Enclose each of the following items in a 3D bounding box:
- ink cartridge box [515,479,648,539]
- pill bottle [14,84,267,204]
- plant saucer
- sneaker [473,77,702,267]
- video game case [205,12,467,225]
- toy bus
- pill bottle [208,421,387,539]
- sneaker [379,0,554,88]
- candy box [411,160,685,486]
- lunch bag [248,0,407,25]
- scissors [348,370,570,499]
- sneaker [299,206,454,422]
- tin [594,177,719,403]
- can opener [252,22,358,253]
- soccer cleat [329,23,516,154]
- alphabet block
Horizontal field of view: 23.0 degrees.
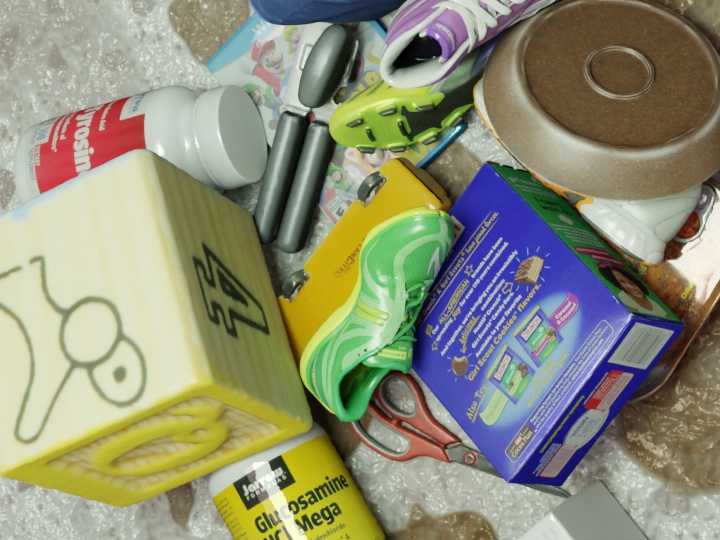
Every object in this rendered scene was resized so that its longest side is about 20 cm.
[{"bbox_3d":[0.142,0.292,1.390,0.200,0.146,0.147,-43,78,19],"label":"ink cartridge box"},{"bbox_3d":[-0.186,-0.094,1.516,0.200,0.112,0.112,-13,88,23],"label":"pill bottle"},{"bbox_3d":[0.193,-0.141,1.335,0.200,0.035,0.201,1,56,-2],"label":"plant saucer"},{"bbox_3d":[0.178,-0.095,1.367,0.200,0.076,0.092,42,95,12],"label":"sneaker"},{"bbox_3d":[-0.023,-0.149,1.500,0.143,0.018,0.200,-43,77,19],"label":"video game case"},{"bbox_3d":[0.000,0.000,1.460,0.065,0.078,0.200,45,111,19],"label":"toy bus"},{"bbox_3d":[-0.057,0.199,1.482,0.112,0.112,0.200,-34,81,20],"label":"pill bottle"},{"bbox_3d":[0.097,-0.200,1.315,0.200,0.114,0.073,-38,102,27],"label":"sneaker"},{"bbox_3d":[0.126,0.040,1.380,0.169,0.077,0.200,-55,51,20],"label":"candy box"},{"bbox_3d":[0.006,-0.277,1.391,0.132,0.200,0.136,-20,88,40],"label":"lunch bag"},{"bbox_3d":[0.079,0.158,1.481,0.200,0.014,0.073,35,102,15],"label":"scissors"},{"bbox_3d":[0.025,0.036,1.378,0.084,0.074,0.200,56,129,40],"label":"sneaker"},{"bbox_3d":[0.226,0.012,1.400,0.112,0.042,0.200,34,104,13],"label":"tin"},{"bbox_3d":[-0.051,-0.113,1.473,0.053,0.066,0.200,20,105,18],"label":"can opener"},{"bbox_3d":[0.064,-0.161,1.437,0.200,0.065,0.084,-26,54,11],"label":"soccer cleat"},{"bbox_3d":[-0.179,0.052,1.393,0.195,0.196,0.200,-24,67,18],"label":"alphabet block"}]
